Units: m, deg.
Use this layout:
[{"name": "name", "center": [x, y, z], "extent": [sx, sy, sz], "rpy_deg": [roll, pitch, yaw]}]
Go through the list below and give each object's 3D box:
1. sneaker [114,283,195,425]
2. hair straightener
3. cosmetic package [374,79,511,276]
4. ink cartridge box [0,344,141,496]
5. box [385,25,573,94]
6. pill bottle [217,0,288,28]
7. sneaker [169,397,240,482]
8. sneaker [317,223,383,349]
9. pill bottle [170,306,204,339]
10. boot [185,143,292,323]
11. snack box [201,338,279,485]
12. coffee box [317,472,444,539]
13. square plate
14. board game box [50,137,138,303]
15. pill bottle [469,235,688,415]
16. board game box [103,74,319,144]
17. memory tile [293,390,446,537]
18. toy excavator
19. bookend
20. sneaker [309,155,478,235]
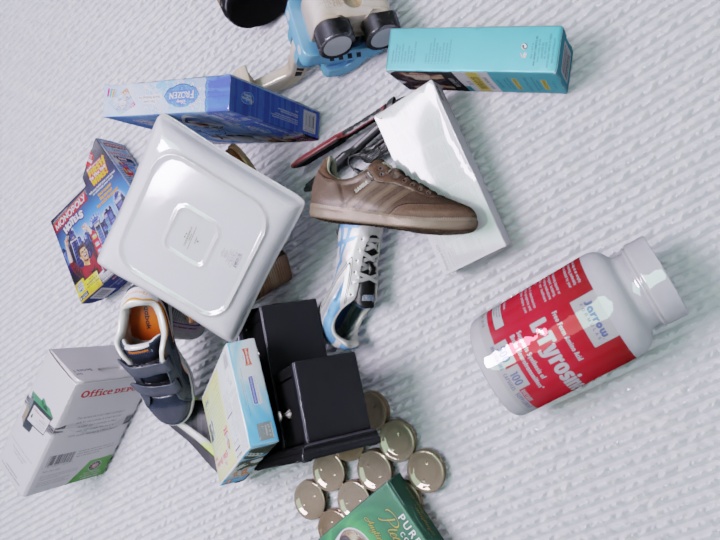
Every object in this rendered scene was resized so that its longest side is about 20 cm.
[{"name": "sneaker", "center": [-0.267, 0.116, 0.820], "extent": [0.076, 0.080, 0.206], "rpy_deg": [-10, 105, 2]}, {"name": "hair straightener", "center": [0.006, -0.151, 0.819], "extent": [0.197, 0.041, 0.078], "rpy_deg": [-28, 88, 18]}, {"name": "cosmetic package", "center": [0.096, -0.105, 0.744], "extent": [0.081, 0.050, 0.204], "rpy_deg": [-25, 87, 21]}, {"name": "ink cartridge box", "center": [-0.422, 0.216, 0.958], "extent": [0.084, 0.145, 0.203], "rpy_deg": [35, 103, 24]}, {"name": "box", "center": [0.133, -0.237, 0.725], "extent": [0.195, 0.082, 0.051], "rpy_deg": [10, 93, 27]}, {"name": "pill bottle", "center": [-0.174, -0.445, 0.873], "extent": [0.111, 0.111, 0.203], "rpy_deg": [-33, 74, 21]}, {"name": "sneaker", "center": [-0.207, 0.209, 0.904], "extent": [0.198, 0.072, 0.083], "rpy_deg": [36, 82, 21]}, {"name": "sneaker", "center": [0.000, 0.000, 0.789], "extent": [0.072, 0.071, 0.205], "rpy_deg": [26, 106, 39]}, {"name": "pill bottle", "center": [-0.240, -0.018, 0.891], "extent": [0.110, 0.112, 0.205], "rpy_deg": [25, 99, 25]}, {"name": "boot", "center": [-0.181, -0.042, 0.811], "extent": [0.073, 0.152, 0.205], "rpy_deg": [22, 133, 64]}, {"name": "snack box", "center": [-0.149, 0.176, 0.767], "extent": [0.201, 0.036, 0.119], "rpy_deg": [-53, 50, 55]}, {"name": "coffee box", "center": [0.009, 0.355, 0.772], "extent": [0.200, 0.044, 0.124], "rpy_deg": [-46, 70, 19]}, {"name": "square plate", "center": [-0.192, -0.043, 0.747], "extent": [0.195, 0.028, 0.203], "rpy_deg": [30, 105, -1]}, {"name": "board game box", "center": [-0.386, -0.088, 0.996], "extent": [0.198, 0.061, 0.203], "rpy_deg": [-34, 73, 22]}, {"name": "pill bottle", "center": [0.219, 0.055, 0.655], "extent": [0.198, 0.112, 0.114], "rpy_deg": [-34, 74, 22]}, {"name": "board game box", "center": [-0.183, -0.199, 0.819], "extent": [0.194, 0.199, 0.045], "rpy_deg": [5, 93, 27]}, {"name": "memory tile", "center": [0.007, 0.270, 0.809], "extent": [0.153, 0.017, 0.202], "rpy_deg": [40, 106, 23]}, {"name": "toy excavator", "center": [-0.063, -0.283, 0.823], "extent": [0.190, 0.200, 0.102], "rpy_deg": [-16, 77, -20]}, {"name": "bookend", "center": [-0.075, 0.118, 0.752], "extent": [0.200, 0.090, 0.204], "rpy_deg": [-36, 63, 60]}, {"name": "sneaker", "center": [0.034, -0.085, 0.707], "extent": [0.194, 0.070, 0.078], "rpy_deg": [7, 91, 18]}]
